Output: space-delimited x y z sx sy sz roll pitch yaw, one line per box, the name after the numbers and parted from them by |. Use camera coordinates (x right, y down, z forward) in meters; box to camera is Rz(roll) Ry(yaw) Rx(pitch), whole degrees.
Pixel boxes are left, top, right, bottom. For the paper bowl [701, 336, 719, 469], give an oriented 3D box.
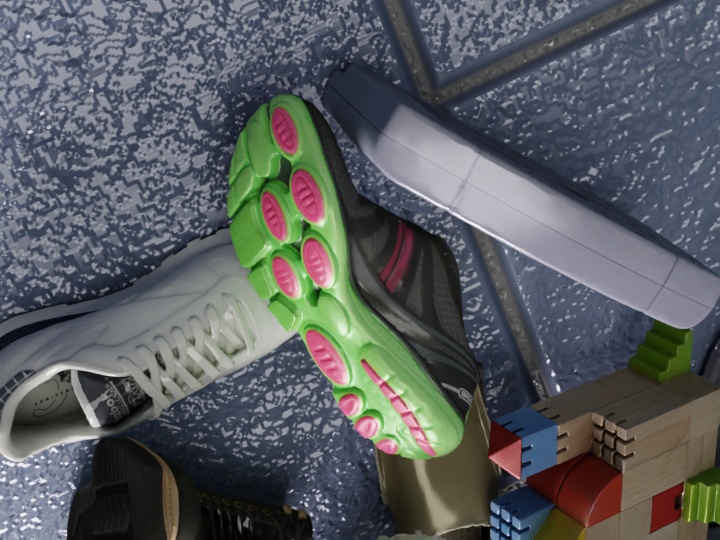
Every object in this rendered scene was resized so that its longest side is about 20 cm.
0.311 0.092 0.788 0.199 0.104 0.202 -5 113 -12 | paper bowl

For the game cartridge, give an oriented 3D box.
0.080 -0.036 0.663 0.199 0.133 0.041 26 98 -21 | game cartridge

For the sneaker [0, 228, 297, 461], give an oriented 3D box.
-0.099 0.041 0.683 0.199 0.081 0.077 -25 113 -6 | sneaker

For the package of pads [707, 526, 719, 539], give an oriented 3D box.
0.249 0.282 0.825 0.068 0.155 0.202 -9 114 -9 | package of pads

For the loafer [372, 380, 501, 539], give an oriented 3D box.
0.048 0.120 0.757 0.075 0.068 0.202 -15 115 -6 | loafer

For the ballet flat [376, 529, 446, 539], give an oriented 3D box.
-0.007 0.192 0.736 0.071 0.072 0.201 1 145 -14 | ballet flat

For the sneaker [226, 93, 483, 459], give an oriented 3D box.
0.000 0.000 0.669 0.076 0.084 0.201 -10 116 40 | sneaker

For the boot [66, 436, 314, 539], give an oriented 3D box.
-0.073 0.131 0.689 0.137 0.200 0.078 4 74 -19 | boot

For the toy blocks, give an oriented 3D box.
0.131 0.142 0.744 0.136 0.100 0.202 -17 118 -30 | toy blocks
